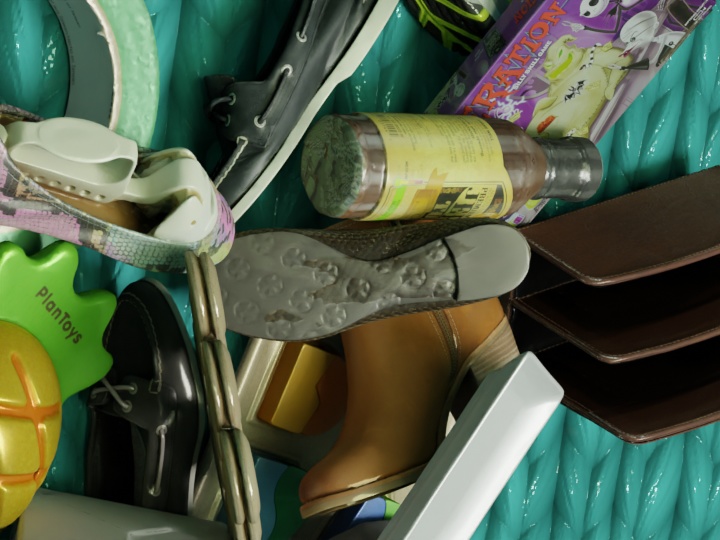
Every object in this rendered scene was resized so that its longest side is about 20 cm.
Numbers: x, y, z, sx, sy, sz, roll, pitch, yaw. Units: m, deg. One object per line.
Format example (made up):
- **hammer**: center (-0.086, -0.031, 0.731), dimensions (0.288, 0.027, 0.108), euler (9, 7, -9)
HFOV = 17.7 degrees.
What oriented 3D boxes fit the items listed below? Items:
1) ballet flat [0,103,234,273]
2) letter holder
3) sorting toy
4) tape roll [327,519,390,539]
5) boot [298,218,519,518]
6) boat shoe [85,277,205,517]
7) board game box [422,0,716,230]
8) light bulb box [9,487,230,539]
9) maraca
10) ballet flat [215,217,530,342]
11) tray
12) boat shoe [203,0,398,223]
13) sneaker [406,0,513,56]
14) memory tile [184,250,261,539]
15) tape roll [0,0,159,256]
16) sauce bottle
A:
- **ballet flat**: center (-0.130, -0.045, 1.215), dimensions (0.200, 0.071, 0.069), euler (15, 56, -40)
- **letter holder**: center (0.211, 0.022, 1.523), dimensions (0.200, 0.142, 0.101), euler (-17, 126, -36)
- **sorting toy**: center (-0.016, 0.118, 1.438), dimensions (0.185, 0.036, 0.201), euler (22, 85, -40)
- **tape roll**: center (0.012, 0.260, 1.450), dimensions (0.200, 0.066, 0.201), euler (-15, 118, -30)
- **boot**: center (0.005, 0.047, 1.381), dimensions (0.200, 0.074, 0.155), euler (-33, 98, -43)
- **boat shoe**: center (-0.129, 0.106, 1.322), dimensions (0.057, 0.067, 0.201), euler (-17, 114, -41)
- **board game box**: center (0.117, -0.116, 1.436), dimensions (0.120, 0.032, 0.200), euler (20, 120, -37)
- **light bulb box**: center (-0.144, 0.243, 1.225), dimensions (0.124, 0.198, 0.201), euler (12, 99, -9)
- **maraca**: center (-0.208, 0.072, 1.218), dimensions (0.200, 0.107, 0.137), euler (-49, 139, -14)
- **ballet flat**: center (0.000, 0.000, 1.345), dimensions (0.199, 0.046, 0.068), euler (-8, 99, -3)
- **tray**: center (0.047, 0.137, 1.346), dimensions (0.200, 0.022, 0.107), euler (-56, 159, -5)
- **boat shoe**: center (-0.058, -0.101, 1.337), dimensions (0.066, 0.074, 0.200), euler (37, 85, -10)
- **sneaker**: center (0.043, -0.212, 1.398), dimensions (0.200, 0.075, 0.077), euler (50, 60, -46)
- **memory tile**: center (-0.073, 0.089, 1.275), dimensions (0.017, 0.200, 0.154), euler (-10, 69, -6)
- **tape roll**: center (-0.201, -0.097, 1.228), dimensions (0.200, 0.048, 0.201), euler (-10, 106, -39)
- **sauce bottle**: center (0.061, -0.062, 1.386), dimensions (0.199, 0.065, 0.065), euler (-2, 101, -35)
